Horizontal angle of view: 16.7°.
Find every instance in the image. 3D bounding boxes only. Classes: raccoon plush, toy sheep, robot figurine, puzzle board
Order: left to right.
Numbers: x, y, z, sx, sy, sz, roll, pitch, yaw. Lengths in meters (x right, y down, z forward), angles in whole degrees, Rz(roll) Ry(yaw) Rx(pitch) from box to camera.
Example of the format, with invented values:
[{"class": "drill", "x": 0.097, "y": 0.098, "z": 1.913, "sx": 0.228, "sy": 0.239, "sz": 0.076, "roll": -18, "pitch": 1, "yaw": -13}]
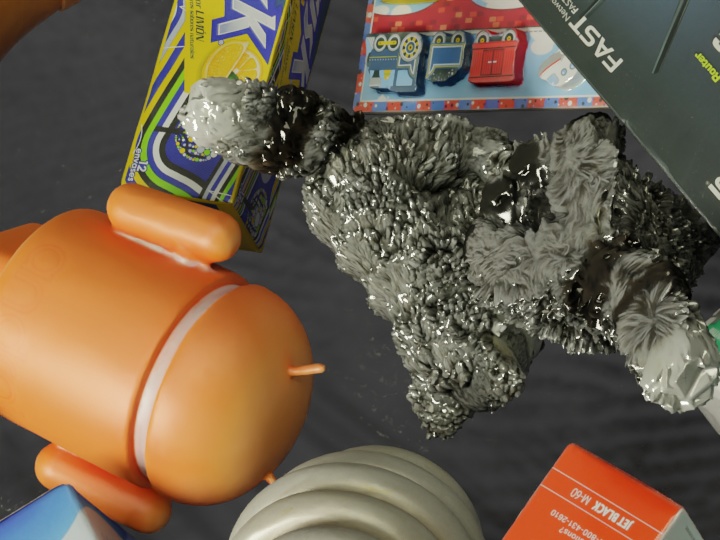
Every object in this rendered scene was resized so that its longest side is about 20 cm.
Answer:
[{"class": "robot figurine", "x": -0.108, "y": 0.044, "z": 1.206, "sx": 0.199, "sy": 0.117, "sz": 0.144, "roll": 24, "pitch": 73, "yaw": 23}, {"class": "toy sheep", "x": -0.003, "y": 0.146, "z": 1.113, "sx": 0.137, "sy": 0.200, "sz": 0.139, "roll": 4, "pitch": 113, "yaw": 11}, {"class": "raccoon plush", "x": 0.000, "y": 0.000, "z": 1.176, "sx": 0.198, "sy": 0.097, "sz": 0.135, "roll": 10, "pitch": 64, "yaw": -13}, {"class": "puzzle board", "x": 0.077, "y": -0.155, "z": 1.227, "sx": 0.199, "sy": 0.017, "sz": 0.152, "roll": 2, "pitch": 82, "yaw": 43}, {"class": "raccoon plush", "x": 0.127, "y": 0.023, "z": 1.094, "sx": 0.097, "sy": 0.134, "sz": 0.201, "roll": -40, "pitch": 42, "yaw": 22}]

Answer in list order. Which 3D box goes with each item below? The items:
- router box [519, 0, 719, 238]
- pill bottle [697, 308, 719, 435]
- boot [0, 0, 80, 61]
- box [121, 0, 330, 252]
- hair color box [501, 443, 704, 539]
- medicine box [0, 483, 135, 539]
[{"class": "router box", "x": 0.174, "y": -0.113, "z": 1.073, "sx": 0.150, "sy": 0.062, "sz": 0.200, "roll": -44, "pitch": 68, "yaw": 14}, {"class": "pill bottle", "x": 0.250, "y": 0.012, "z": 1.127, "sx": 0.200, "sy": 0.113, "sz": 0.113, "roll": -44, "pitch": 65, "yaw": -6}, {"class": "boot", "x": -0.181, "y": -0.146, "z": 1.318, "sx": 0.154, "sy": 0.201, "sz": 0.074, "roll": -18, "pitch": 29, "yaw": -34}, {"class": "box", "x": -0.062, "y": -0.117, "z": 1.284, "sx": 0.064, "sy": 0.070, "sz": 0.201, "roll": 9, "pitch": 71, "yaw": 15}, {"class": "hair color box", "x": 0.067, "y": 0.184, "z": 1.006, "sx": 0.064, "sy": 0.111, "sz": 0.201, "roll": 28, "pitch": 76, "yaw": 32}, {"class": "medicine box", "x": -0.155, "y": 0.237, "z": 1.143, "sx": 0.181, "sy": 0.103, "sz": 0.201, "roll": -32, "pitch": 65, "yaw": 0}]
